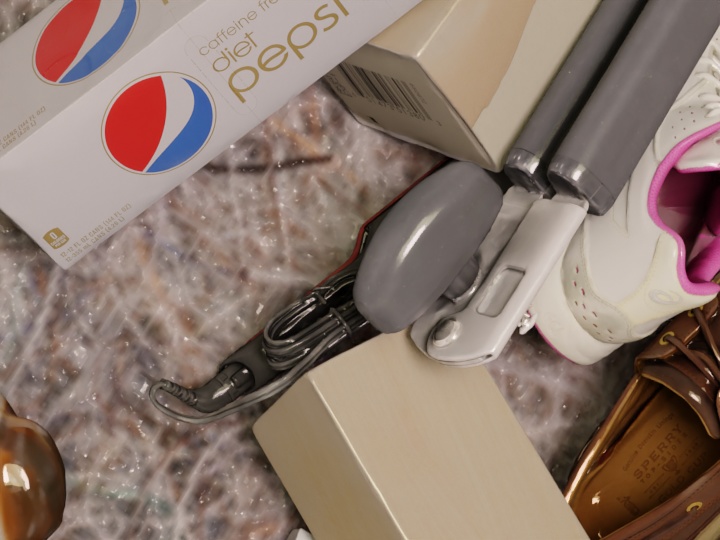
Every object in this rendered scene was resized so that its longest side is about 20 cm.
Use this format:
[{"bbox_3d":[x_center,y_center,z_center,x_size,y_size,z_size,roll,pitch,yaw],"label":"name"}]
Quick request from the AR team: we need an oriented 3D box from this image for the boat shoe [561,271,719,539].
[{"bbox_3d":[0.148,0.046,0.886,0.072,0.067,0.201,45,109,29],"label":"boat shoe"}]

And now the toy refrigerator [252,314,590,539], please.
[{"bbox_3d":[0.044,0.123,0.878,0.076,0.070,0.201,-26,80,-33],"label":"toy refrigerator"}]

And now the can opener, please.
[{"bbox_3d":[0.076,-0.049,0.861,0.201,0.052,0.067,-54,125,-15],"label":"can opener"}]

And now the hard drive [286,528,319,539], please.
[{"bbox_3d":[0.031,0.211,0.906,0.199,0.026,0.133,29,77,-6],"label":"hard drive"}]

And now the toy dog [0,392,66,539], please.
[{"bbox_3d":[-0.192,0.048,0.803,0.139,0.194,0.200,-37,136,3],"label":"toy dog"}]

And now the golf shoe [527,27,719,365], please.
[{"bbox_3d":[0.137,-0.049,0.913,0.075,0.091,0.201,40,57,-25],"label":"golf shoe"}]

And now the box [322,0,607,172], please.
[{"bbox_3d":[0.067,-0.149,0.918,0.201,0.095,0.078,-55,134,-14],"label":"box"}]

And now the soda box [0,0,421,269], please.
[{"bbox_3d":[-0.064,-0.093,0.863,0.199,0.068,0.064,-37,132,7],"label":"soda box"}]

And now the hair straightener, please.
[{"bbox_3d":[0.000,0.000,0.901,0.199,0.077,0.041,-33,94,-15],"label":"hair straightener"}]
